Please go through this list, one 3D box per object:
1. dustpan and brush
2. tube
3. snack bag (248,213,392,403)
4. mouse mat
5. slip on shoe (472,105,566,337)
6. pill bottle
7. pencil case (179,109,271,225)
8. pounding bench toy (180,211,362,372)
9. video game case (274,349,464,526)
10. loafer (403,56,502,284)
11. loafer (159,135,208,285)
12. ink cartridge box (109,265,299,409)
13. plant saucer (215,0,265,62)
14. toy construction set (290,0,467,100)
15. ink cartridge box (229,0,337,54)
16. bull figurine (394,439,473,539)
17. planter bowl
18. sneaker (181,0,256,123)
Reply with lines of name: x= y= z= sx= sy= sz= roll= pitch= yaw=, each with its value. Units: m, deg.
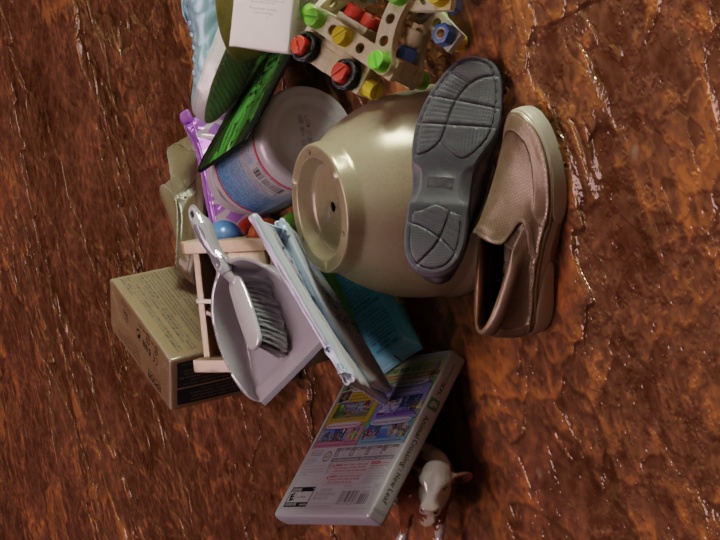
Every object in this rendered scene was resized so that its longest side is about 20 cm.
dustpan and brush: x=-0.118 y=0.018 z=1.750 sx=0.140 sy=0.057 sz=0.200 roll=-46 pitch=56 yaw=39
tube: x=0.000 y=0.000 z=1.730 sx=0.077 sy=0.050 sz=0.200 roll=-42 pitch=68 yaw=56
snack bag: x=-0.035 y=0.032 z=1.623 sx=0.189 sy=0.021 sz=0.200 roll=59 pitch=-176 yaw=13
mouse mat: x=-0.103 y=-0.199 z=1.834 sx=0.161 sy=0.008 sz=0.200 roll=-23 pitch=39 yaw=63
slip on shoe: x=0.127 y=-0.038 z=1.488 sx=0.076 sy=0.060 sz=0.200 roll=38 pitch=131 yaw=55
pill bottle: x=-0.092 y=-0.119 z=1.861 sx=0.200 sy=0.109 sz=0.109 roll=-22 pitch=79 yaw=64
pencil case: x=-0.151 y=-0.087 z=2.022 sx=0.084 sy=0.085 sz=0.200 roll=-23 pitch=76 yaw=60
pounding bench toy: x=-0.067 y=0.019 z=1.833 sx=0.200 sy=0.124 sz=0.156 roll=-2 pitch=97 yaw=32
video game case: x=0.007 y=0.165 z=1.709 sx=0.200 sy=0.022 sz=0.182 roll=-15 pitch=43 yaw=61
loafer: x=0.080 y=-0.085 z=1.522 sx=0.063 sy=0.072 sz=0.200 roll=55 pitch=-133 yaw=-71
loafer: x=-0.200 y=-0.072 z=2.087 sx=0.076 sy=0.067 sz=0.200 roll=51 pitch=-144 yaw=-56
ink cartridge box: x=-0.182 y=0.068 z=2.044 sx=0.200 sy=0.164 sz=0.075 roll=46 pitch=140 yaw=51
plant saucer: x=-0.094 y=-0.308 z=1.770 sx=0.031 sy=0.200 sz=0.200 roll=10 pitch=114 yaw=16
toy construction set: x=0.010 y=-0.229 z=1.611 sx=0.131 sy=0.092 sz=0.200 roll=-61 pitch=36 yaw=12
ink cartridge box: x=-0.065 y=-0.311 z=1.693 sx=0.067 sy=0.116 sz=0.200 roll=10 pitch=99 yaw=19
bull figurine: x=0.051 y=0.208 z=1.713 sx=0.200 sy=0.065 sz=0.122 roll=-128 pitch=40 yaw=-63
planter bowl: x=0.019 y=-0.065 z=1.619 sx=0.200 sy=0.135 sz=0.201 roll=33 pitch=128 yaw=57
sneaker: x=-0.153 y=-0.258 z=1.848 sx=0.082 sy=0.074 sz=0.200 roll=24 pitch=106 yaw=26
